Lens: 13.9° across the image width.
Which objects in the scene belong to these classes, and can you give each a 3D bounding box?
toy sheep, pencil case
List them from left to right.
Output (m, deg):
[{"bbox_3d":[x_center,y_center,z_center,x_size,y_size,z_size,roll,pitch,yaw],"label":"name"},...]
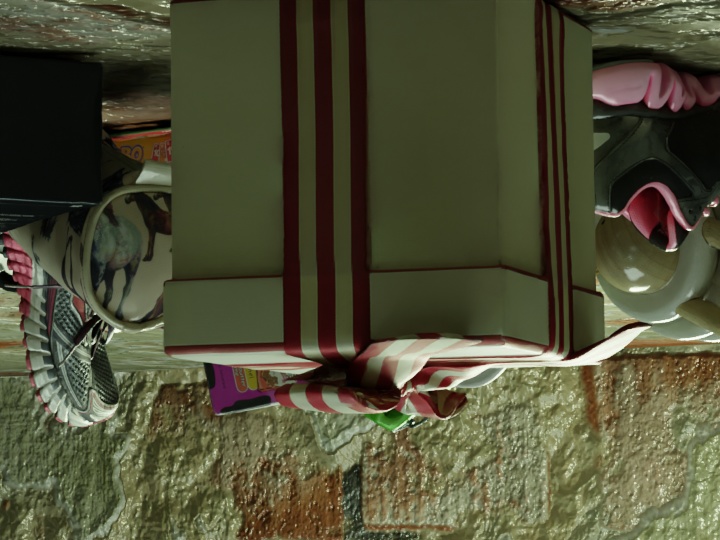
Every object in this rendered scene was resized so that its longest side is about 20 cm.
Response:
[{"bbox_3d":[-0.138,-0.032,1.590,0.078,0.090,0.200,20,-174,-25],"label":"pencil case"},{"bbox_3d":[0.216,-0.018,1.792,0.200,0.138,0.138,-2,178,-44],"label":"toy sheep"}]

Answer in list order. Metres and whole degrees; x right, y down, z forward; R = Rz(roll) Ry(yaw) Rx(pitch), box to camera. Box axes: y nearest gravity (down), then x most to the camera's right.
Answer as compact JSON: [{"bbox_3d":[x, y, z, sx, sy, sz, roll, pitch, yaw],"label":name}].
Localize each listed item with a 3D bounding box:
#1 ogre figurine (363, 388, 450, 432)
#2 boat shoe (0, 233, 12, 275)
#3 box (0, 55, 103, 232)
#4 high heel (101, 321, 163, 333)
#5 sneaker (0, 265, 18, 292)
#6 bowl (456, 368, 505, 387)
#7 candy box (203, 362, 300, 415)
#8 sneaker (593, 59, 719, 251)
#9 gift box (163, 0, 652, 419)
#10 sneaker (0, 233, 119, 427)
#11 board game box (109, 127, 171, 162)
[{"bbox_3d":[0.058,0.000,1.823,0.120,0.098,0.200,-25,-159,34],"label":"ogre figurine"},{"bbox_3d":[-0.234,-0.045,1.909,0.062,0.073,0.200,-40,156,6],"label":"boat shoe"},{"bbox_3d":[-0.247,-0.067,1.493,0.199,0.079,0.141,3,176,-27],"label":"box"},{"bbox_3d":[-0.175,0.002,2.000,0.096,0.068,0.200,28,175,32],"label":"high heel"},{"bbox_3d":[-0.277,-0.019,1.993,0.071,0.083,0.199,-3,174,31],"label":"sneaker"},{"bbox_3d":[0.007,-0.024,1.612,0.199,0.075,0.200,20,153,-1],"label":"bowl"},{"bbox_3d":[0.000,0.000,1.745,0.199,0.137,0.061,-12,178,20],"label":"candy box"},{"bbox_3d":[0.167,-0.056,1.551,0.079,0.096,0.200,-7,173,43],"label":"sneaker"},{"bbox_3d":[0.024,-0.027,1.344,0.199,0.188,0.184,-2,175,25],"label":"gift box"},{"bbox_3d":[-0.177,0.015,1.860,0.074,0.201,0.081,-4,-144,5],"label":"sneaker"},{"bbox_3d":[-0.083,-0.066,1.817,0.095,0.030,0.200,-5,171,35],"label":"board game box"}]
